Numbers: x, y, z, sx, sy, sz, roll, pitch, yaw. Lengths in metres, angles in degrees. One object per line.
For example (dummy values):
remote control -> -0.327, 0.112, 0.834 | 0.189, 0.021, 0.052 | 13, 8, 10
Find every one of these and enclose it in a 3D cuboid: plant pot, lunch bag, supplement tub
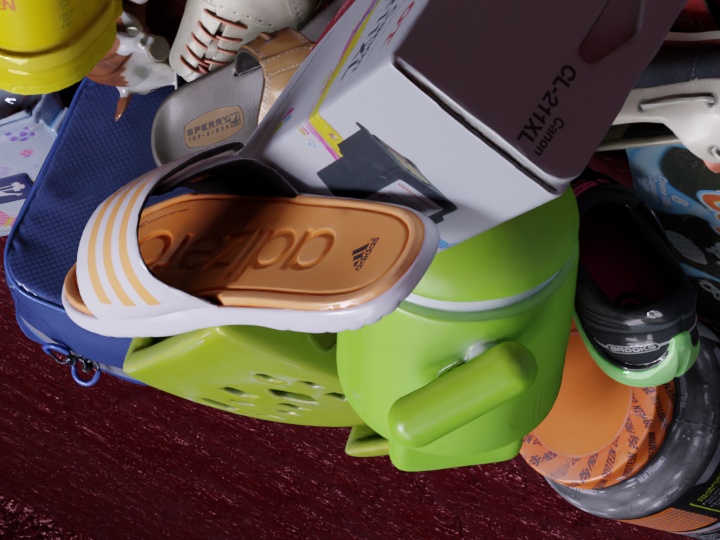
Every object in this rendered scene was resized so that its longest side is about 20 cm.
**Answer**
plant pot -> 0.000, 0.000, 1.185 | 0.181, 0.200, 0.199 | 27, 163, -15
lunch bag -> -0.144, -0.019, 1.328 | 0.136, 0.200, 0.132 | 23, 164, 3
lunch bag -> -0.280, -0.106, 1.421 | 0.200, 0.127, 0.170 | 22, 164, 14
supplement tub -> 0.177, 0.087, 1.164 | 0.122, 0.123, 0.200 | 14, 176, 39

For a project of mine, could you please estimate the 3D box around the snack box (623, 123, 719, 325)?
snack box -> 0.203, -0.022, 1.061 | 0.116, 0.037, 0.200 | 22, 160, 24

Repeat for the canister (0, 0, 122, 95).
canister -> -0.206, -0.202, 1.037 | 0.148, 0.087, 0.200 | 20, 140, 20

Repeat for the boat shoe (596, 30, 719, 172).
boat shoe -> 0.162, -0.075, 0.921 | 0.200, 0.063, 0.071 | 12, 174, 44

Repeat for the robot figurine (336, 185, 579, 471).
robot figurine -> 0.047, 0.009, 0.999 | 0.115, 0.176, 0.200 | -4, 134, -6

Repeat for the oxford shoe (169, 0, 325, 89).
oxford shoe -> -0.065, -0.133, 1.109 | 0.071, 0.074, 0.200 | 29, 161, 4

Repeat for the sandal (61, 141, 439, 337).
sandal -> -0.055, -0.019, 0.818 | 0.206, 0.079, 0.059 | -2, 137, 45

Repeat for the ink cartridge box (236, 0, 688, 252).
ink cartridge box -> 0.041, -0.088, 0.825 | 0.083, 0.146, 0.200 | 38, 159, -11

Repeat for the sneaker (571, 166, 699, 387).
sneaker -> 0.112, -0.033, 1.061 | 0.200, 0.077, 0.084 | 48, 155, 23

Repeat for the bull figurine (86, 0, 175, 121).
bull figurine -> -0.167, -0.163, 1.201 | 0.200, 0.065, 0.121 | 38, 156, -25

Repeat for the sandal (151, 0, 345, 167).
sandal -> -0.045, -0.094, 1.045 | 0.200, 0.082, 0.055 | -16, 164, 39

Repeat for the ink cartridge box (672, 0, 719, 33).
ink cartridge box -> 0.048, -0.160, 0.925 | 0.200, 0.045, 0.176 | 16, 157, 34
